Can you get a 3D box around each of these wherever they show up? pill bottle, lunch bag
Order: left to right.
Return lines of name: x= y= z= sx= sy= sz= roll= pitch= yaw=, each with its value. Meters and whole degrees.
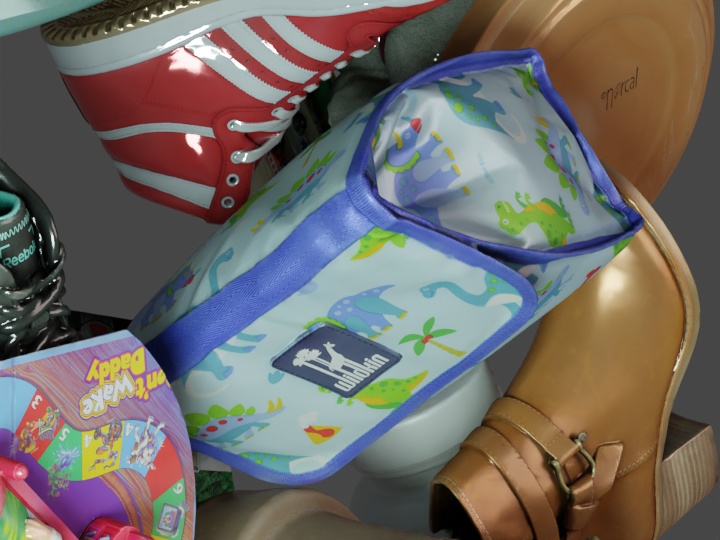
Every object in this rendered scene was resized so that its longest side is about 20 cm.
lunch bag: x=0.000 y=0.000 z=1.101 sx=0.200 sy=0.170 sz=0.128 roll=-13 pitch=67 yaw=-56
pill bottle: x=0.061 y=0.143 z=1.307 sx=0.201 sy=0.112 sz=0.113 roll=67 pitch=25 yaw=-19

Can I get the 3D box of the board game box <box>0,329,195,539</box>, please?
board game box: x=-0.112 y=0.111 z=0.923 sx=0.199 sy=0.039 sz=0.159 roll=-14 pitch=111 yaw=-51

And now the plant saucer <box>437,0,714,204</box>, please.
plant saucer: x=0.105 y=-0.076 z=1.254 sx=0.200 sy=0.032 sz=0.201 roll=-29 pitch=135 yaw=-33

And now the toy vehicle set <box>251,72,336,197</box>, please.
toy vehicle set: x=-0.035 y=-0.059 z=1.322 sx=0.201 sy=0.026 sz=0.124 roll=66 pitch=25 yaw=-19

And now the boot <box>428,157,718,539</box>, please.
boot: x=0.085 y=0.060 z=1.213 sx=0.155 sy=0.076 sz=0.201 roll=-29 pitch=119 yaw=-31

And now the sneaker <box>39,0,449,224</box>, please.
sneaker: x=-0.031 y=-0.088 z=1.142 sx=0.071 sy=0.199 sz=0.113 roll=-78 pitch=152 yaw=-54

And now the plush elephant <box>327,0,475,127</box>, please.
plush elephant: x=0.046 y=-0.118 z=1.293 sx=0.199 sy=0.165 sz=0.155 roll=15 pitch=24 yaw=-44

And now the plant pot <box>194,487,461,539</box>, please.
plant pot: x=0.022 y=0.189 z=1.090 sx=0.200 sy=0.174 sz=0.202 roll=22 pitch=65 yaw=-60

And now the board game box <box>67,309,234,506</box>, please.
board game box: x=-0.112 y=0.070 z=1.082 sx=0.200 sy=0.023 sz=0.106 roll=12 pitch=67 yaw=-64

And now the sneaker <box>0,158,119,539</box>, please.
sneaker: x=-0.142 y=0.019 z=0.947 sx=0.201 sy=0.079 sz=0.075 roll=59 pitch=40 yaw=-18

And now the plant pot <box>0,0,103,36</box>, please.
plant pot: x=-0.150 y=-0.158 z=1.000 sx=0.142 sy=0.141 sz=0.200 roll=65 pitch=33 yaw=-20

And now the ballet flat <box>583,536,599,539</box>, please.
ballet flat: x=0.086 y=0.194 z=1.199 sx=0.201 sy=0.070 sz=0.071 roll=87 pitch=6 yaw=-51
